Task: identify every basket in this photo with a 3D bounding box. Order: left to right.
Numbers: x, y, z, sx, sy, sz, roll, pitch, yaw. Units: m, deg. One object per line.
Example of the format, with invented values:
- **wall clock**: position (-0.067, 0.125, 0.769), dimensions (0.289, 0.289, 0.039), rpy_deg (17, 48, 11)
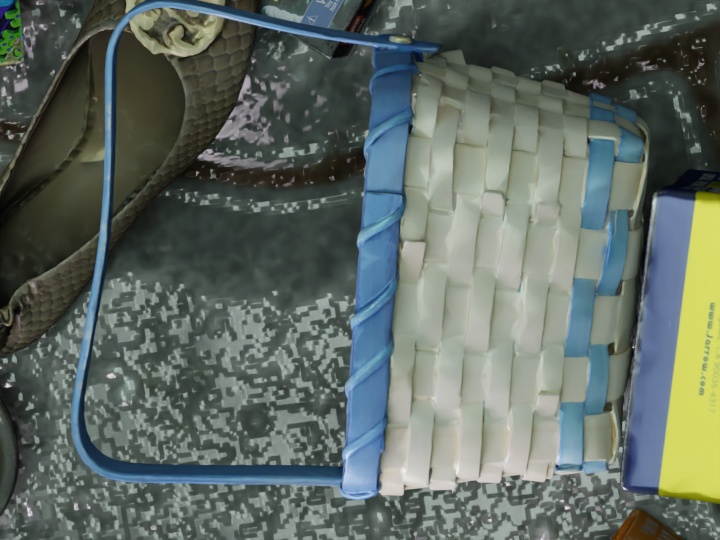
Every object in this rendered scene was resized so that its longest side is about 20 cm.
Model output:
- **basket**: position (0.000, 0.000, 1.033), dimensions (0.200, 0.139, 0.177), rpy_deg (7, 102, -4)

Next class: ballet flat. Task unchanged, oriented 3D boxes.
- **ballet flat**: position (-0.105, -0.043, 1.087), dimensions (0.067, 0.046, 0.200), rpy_deg (40, 114, 5)

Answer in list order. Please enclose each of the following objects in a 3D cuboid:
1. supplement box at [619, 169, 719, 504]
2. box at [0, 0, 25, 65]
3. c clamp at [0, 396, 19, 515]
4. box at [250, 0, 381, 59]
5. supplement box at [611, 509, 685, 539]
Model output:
- **supplement box**: position (0.202, 0.031, 1.016), dimensions (0.200, 0.109, 0.110), rpy_deg (8, 97, 10)
- **box**: position (-0.240, -0.162, 1.039), dimensions (0.192, 0.122, 0.200), rpy_deg (-9, 95, -24)
- **c clamp**: position (-0.237, 0.086, 1.147), dimensions (0.171, 0.027, 0.200), rpy_deg (44, 110, 2)
- **box**: position (-0.016, -0.199, 1.074), dimensions (0.137, 0.040, 0.200), rpy_deg (31, 101, 8)
- **supplement box**: position (0.156, 0.179, 1.032), dimensions (0.200, 0.126, 0.074), rpy_deg (35, 100, 6)
